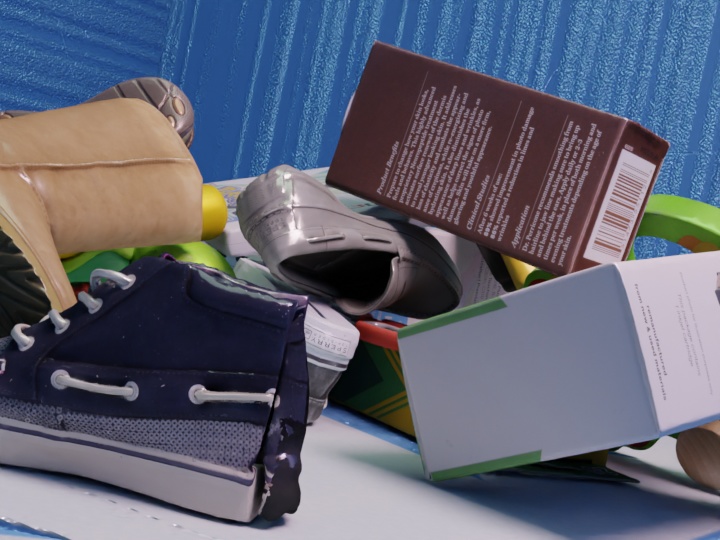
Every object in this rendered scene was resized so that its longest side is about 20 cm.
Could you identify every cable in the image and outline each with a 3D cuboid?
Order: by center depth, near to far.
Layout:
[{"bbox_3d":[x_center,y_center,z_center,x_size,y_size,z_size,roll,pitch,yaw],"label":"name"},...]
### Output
[{"bbox_3d":[0.100,-0.056,0.999,0.050,0.202,0.097,-29,-6,24],"label":"cable"}]

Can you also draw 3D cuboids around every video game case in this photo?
[{"bbox_3d":[-0.042,-0.050,1.002,0.180,0.022,0.200,-9,14,-20],"label":"video game case"}]

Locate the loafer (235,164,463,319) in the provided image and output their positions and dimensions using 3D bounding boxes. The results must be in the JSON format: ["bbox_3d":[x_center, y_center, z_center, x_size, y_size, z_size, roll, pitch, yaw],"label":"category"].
[{"bbox_3d":[0.000,0.000,0.843,0.070,0.070,0.199,-37,-37,27],"label":"loafer"}]

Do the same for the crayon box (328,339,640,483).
[{"bbox_3d":[0.074,0.082,0.855,0.124,0.052,0.199,10,3,-32],"label":"crayon box"}]

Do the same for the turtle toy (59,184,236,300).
[{"bbox_3d":[-0.152,0.002,0.856,0.144,0.103,0.199,-9,2,-40],"label":"turtle toy"}]

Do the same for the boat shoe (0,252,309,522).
[{"bbox_3d":[-0.112,0.033,0.549,0.197,0.094,0.075,12,2,6],"label":"boat shoe"}]

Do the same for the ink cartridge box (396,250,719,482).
[{"bbox_3d":[0.140,0.046,0.706,0.145,0.086,0.199,-20,-9,42],"label":"ink cartridge box"}]

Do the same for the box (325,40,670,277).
[{"bbox_3d":[0.082,-0.067,0.840,0.199,0.101,0.075,24,6,35],"label":"box"}]

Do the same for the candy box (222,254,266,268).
[{"bbox_3d":[-0.073,0.024,1.239,0.166,0.073,0.199,11,2,-28],"label":"candy box"}]

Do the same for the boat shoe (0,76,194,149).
[{"bbox_3d":[-0.207,-0.069,0.924,0.197,0.075,0.074,-14,-27,-4],"label":"boat shoe"}]

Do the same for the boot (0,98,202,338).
[{"bbox_3d":[-0.140,-0.019,0.696,0.066,0.177,0.199,-34,-10,26],"label":"boot"}]

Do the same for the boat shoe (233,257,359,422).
[{"bbox_3d":[-0.056,0.043,0.853,0.071,0.072,0.200,24,4,-14],"label":"boat shoe"}]

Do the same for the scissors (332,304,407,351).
[{"bbox_3d":[0.002,0.033,0.875,0.072,0.014,0.199,7,6,-32],"label":"scissors"}]

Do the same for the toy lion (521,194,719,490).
[{"bbox_3d":[0.183,0.039,0.872,0.190,0.202,0.068,25,41,33],"label":"toy lion"}]

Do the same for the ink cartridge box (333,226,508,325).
[{"bbox_3d":[0.054,0.029,1.081,0.198,0.127,0.128,10,3,-32],"label":"ink cartridge box"}]
